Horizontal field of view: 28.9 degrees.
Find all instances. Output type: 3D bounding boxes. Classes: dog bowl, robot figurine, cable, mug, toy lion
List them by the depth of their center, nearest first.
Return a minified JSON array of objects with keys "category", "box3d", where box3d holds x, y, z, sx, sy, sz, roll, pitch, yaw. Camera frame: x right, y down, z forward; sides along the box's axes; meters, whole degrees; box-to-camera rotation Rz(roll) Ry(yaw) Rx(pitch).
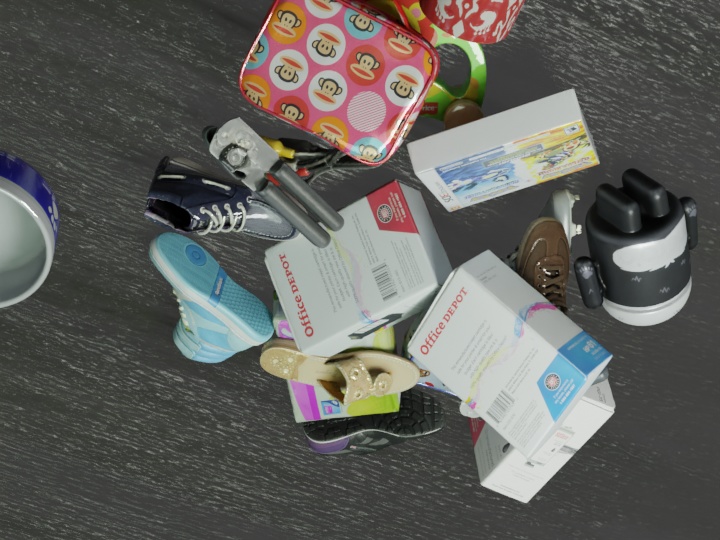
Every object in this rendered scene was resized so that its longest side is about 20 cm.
[{"category":"mug","box3d":[0.123,-0.361,1.476,0.177,0.134,0.201,21,131,1]},{"category":"toy lion","box3d":[0.047,-0.249,1.600,0.198,0.069,0.193,1,121,-2]},{"category":"cable","box3d":[-0.053,-0.122,1.654,0.199,0.050,0.097,9,144,34]},{"category":"dog bowl","box3d":[-0.475,-0.052,1.725,0.199,0.079,0.201,-1,128,-1]},{"category":"robot figurine","box3d":[0.345,-0.026,1.738,0.149,0.125,0.201,-5,129,16]}]

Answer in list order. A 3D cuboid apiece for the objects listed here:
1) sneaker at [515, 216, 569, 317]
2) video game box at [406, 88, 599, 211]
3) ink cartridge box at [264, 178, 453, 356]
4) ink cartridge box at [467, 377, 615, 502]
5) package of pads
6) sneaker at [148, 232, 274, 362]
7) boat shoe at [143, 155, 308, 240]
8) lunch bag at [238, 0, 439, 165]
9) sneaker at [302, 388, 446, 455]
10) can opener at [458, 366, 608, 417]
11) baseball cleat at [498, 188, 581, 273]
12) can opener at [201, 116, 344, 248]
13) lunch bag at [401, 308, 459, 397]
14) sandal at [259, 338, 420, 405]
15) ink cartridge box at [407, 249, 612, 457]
[{"category":"sneaker","box3d":[0.231,0.038,1.698,0.070,0.076,0.201,-4,111,-19]},{"category":"video game box","box3d":[0.170,-0.136,1.634,0.199,0.047,0.182,-18,167,13]},{"category":"ink cartridge box","box3d":[0.000,0.000,1.727,0.199,0.147,0.083,-27,164,20]},{"category":"ink cartridge box","box3d":[0.240,0.190,1.887,0.082,0.147,0.200,24,123,-22]},{"category":"package of pads","box3d":[-0.027,0.110,1.868,0.153,0.068,0.201,-7,128,5]},{"category":"sneaker","box3d":[-0.222,0.047,1.812,0.200,0.080,0.130,44,127,-17]},{"category":"boat shoe","box3d":[-0.166,-0.066,1.685,0.199,0.093,0.075,18,127,4]},{"category":"lunch bag","box3d":[-0.018,-0.230,1.527,0.199,0.082,0.177,29,105,0]},{"category":"sneaker","box3d":[0.021,0.219,1.968,0.198,0.076,0.088,-4,148,2]},{"category":"can opener","box3d":[0.213,0.141,1.772,0.199,0.067,0.053,-19,146,20]},{"category":"baseball cleat","box3d":[0.216,-0.017,1.774,0.106,0.070,0.201,2,127,-3]},{"category":"can opener","box3d":[-0.105,-0.106,1.652,0.200,0.067,0.053,43,81,-29]},{"category":"lunch bag","box3d":[0.150,0.096,1.827,0.159,0.076,0.200,20,145,-13]},{"category":"sandal","box3d":[-0.029,0.146,1.805,0.210,0.070,0.078,11,129,-4]},{"category":"ink cartridge box","box3d":[0.173,0.096,1.655,0.200,0.085,0.145,41,126,15]}]
